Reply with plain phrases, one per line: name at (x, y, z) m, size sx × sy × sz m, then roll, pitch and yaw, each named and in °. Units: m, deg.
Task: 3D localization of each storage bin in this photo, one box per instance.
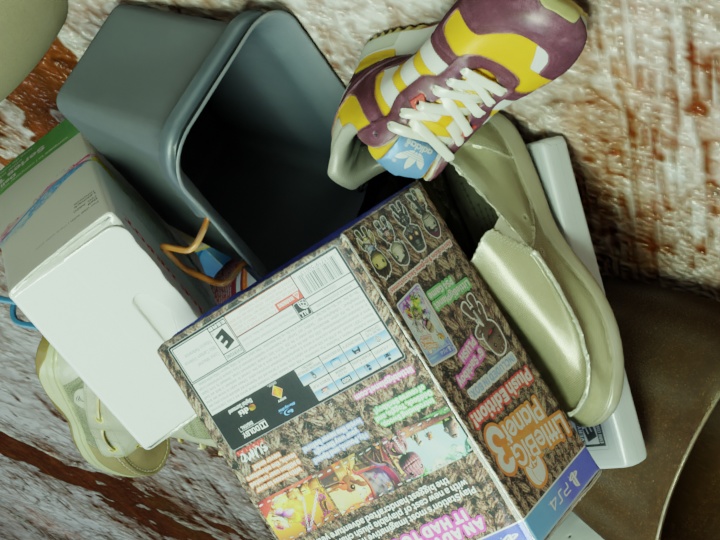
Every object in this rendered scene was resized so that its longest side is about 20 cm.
storage bin at (-0.095, -0.072, 1.103) m, size 0.134 × 0.146 × 0.200 m, roll 20°, pitch 162°, yaw 35°

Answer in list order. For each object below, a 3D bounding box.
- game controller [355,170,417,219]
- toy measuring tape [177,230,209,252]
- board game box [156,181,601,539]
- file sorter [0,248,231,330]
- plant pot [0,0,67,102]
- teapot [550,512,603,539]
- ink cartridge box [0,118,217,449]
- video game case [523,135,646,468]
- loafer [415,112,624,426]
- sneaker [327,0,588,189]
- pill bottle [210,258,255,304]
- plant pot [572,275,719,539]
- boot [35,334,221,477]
game controller at (0.000, 0.000, 1.112) m, size 0.042 × 0.105 × 0.201 m, roll 20°, pitch 127°, yaw -2°
toy measuring tape at (-0.104, -0.058, 1.264) m, size 0.199 × 0.074 × 0.074 m, roll -20°, pitch 139°, yaw 28°
board game box at (0.010, 0.080, 1.002) m, size 0.159 × 0.097 × 0.201 m, roll -30°, pitch 94°, yaw 36°
file sorter at (-0.194, 0.018, 1.428) m, size 0.138 × 0.123 × 0.200 m, roll 6°, pitch 154°, yaw 35°
plant pot at (-0.303, -0.151, 1.105) m, size 0.199 × 0.135 × 0.201 m, roll 19°, pitch 158°, yaw 8°
teapot at (0.185, 0.230, 1.295) m, size 0.147 × 0.199 × 0.197 m, roll 69°, pitch 165°, yaw -17°
ink cartridge box at (-0.162, 0.003, 1.140) m, size 0.145 × 0.084 × 0.200 m, roll 53°, pitch -178°, yaw -27°
video game case at (0.091, 0.030, 1.109) m, size 0.023 × 0.201 × 0.182 m, roll -16°, pitch -179°, yaw -35°
loafer at (0.086, 0.003, 1.025) m, size 0.068 × 0.201 × 0.076 m, roll -16°, pitch 163°, yaw -35°
sneaker at (0.050, -0.093, 0.950) m, size 0.075 × 0.091 × 0.200 m, roll 29°, pitch 159°, yaw -19°
pill bottle at (-0.056, 0.028, 1.325) m, size 0.113 × 0.113 × 0.200 m, roll 27°, pitch 159°, yaw -13°
plant pot at (0.164, 0.080, 1.173) m, size 0.199 × 0.187 × 0.187 m, roll 28°, pitch 164°, yaw 29°
boot at (-0.147, 0.112, 1.349) m, size 0.154 × 0.072 × 0.200 m, roll 8°, pitch 149°, yaw 21°
